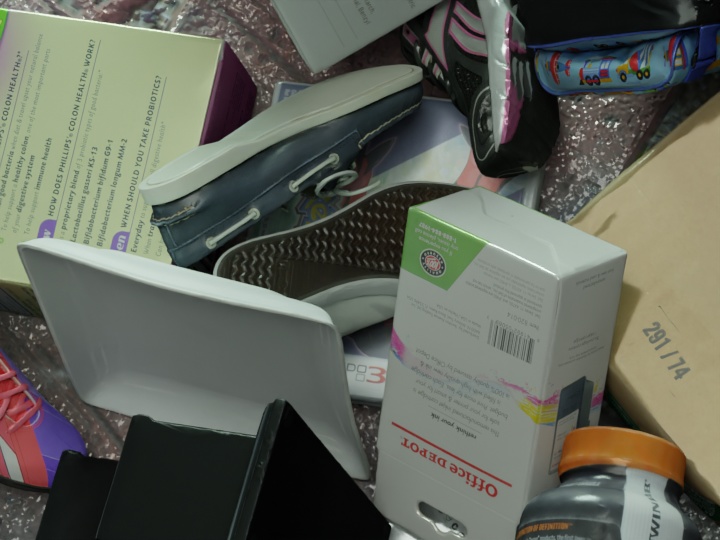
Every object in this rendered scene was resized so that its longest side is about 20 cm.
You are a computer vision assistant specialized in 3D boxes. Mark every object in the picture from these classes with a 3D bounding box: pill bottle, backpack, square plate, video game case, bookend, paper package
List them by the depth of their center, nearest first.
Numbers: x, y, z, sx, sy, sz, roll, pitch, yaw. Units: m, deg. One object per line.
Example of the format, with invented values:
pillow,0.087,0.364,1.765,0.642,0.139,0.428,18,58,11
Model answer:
pill bottle,0.131,0.190,1.422,0.106,0.106,0.201,7,70,13
bookend,-0.110,0.142,1.488,0.199,0.199,0.093,6,67,23
paper package,0.223,0.021,1.525,0.190,0.103,0.200,-40,72,0
square plate,-0.092,0.049,1.535,0.199,0.198,0.029,14,62,14
backpack,0.209,-0.191,1.555,0.199,0.182,0.135,-19,101,-34
video game case,0.017,-0.014,1.618,0.181,0.023,0.201,7,76,13

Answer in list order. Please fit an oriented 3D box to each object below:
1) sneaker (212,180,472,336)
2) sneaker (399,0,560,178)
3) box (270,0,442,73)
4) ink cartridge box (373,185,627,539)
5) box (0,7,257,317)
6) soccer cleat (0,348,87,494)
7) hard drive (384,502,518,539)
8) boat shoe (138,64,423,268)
sneaker,0.000,0.000,1.577,0.199,0.085,0.073,-11,67,-15
sneaker,0.068,-0.135,1.613,0.086,0.080,0.201,-20,48,21
box,-0.040,-0.269,1.577,0.130,0.200,0.199,-29,47,2
ink cartridge box,0.078,0.067,1.500,0.117,0.067,0.201,26,120,35
box,-0.186,-0.063,1.633,0.199,0.097,0.177,9,77,13
soccer cleat,-0.245,0.062,1.587,0.200,0.073,0.068,39,43,-7
hard drive,0.041,0.201,1.551,0.200,0.027,0.132,-34,71,0
boat shoe,-0.040,-0.066,1.563,0.199,0.075,0.062,-30,108,-29
